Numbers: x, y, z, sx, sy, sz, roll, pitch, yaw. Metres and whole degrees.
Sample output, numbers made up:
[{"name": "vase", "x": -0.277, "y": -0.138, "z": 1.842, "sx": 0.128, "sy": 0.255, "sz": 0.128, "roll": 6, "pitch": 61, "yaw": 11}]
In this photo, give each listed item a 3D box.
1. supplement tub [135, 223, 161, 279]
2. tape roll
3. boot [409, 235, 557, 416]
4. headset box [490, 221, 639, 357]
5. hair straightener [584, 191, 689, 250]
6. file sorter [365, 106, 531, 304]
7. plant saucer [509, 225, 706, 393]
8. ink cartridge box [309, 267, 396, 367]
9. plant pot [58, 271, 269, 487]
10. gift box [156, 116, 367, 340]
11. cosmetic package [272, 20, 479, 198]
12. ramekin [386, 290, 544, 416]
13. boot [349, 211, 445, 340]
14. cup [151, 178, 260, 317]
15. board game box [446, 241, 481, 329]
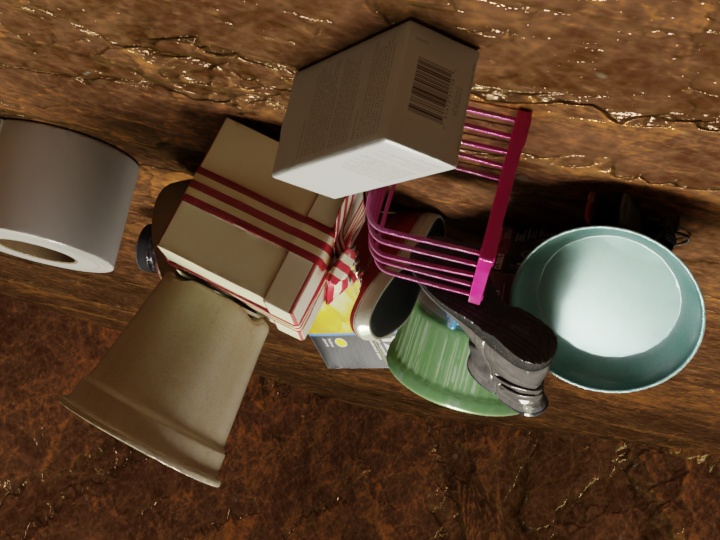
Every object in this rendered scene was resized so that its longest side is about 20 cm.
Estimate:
[{"name": "supplement tub", "x": -0.226, "y": -0.020, "z": 1.776, "sx": 0.199, "sy": 0.108, "sz": 0.107, "roll": 10, "pitch": 168, "yaw": 15}, {"name": "tape roll", "x": -0.394, "y": -0.090, "z": 1.534, "sx": 0.201, "sy": 0.140, "sz": 0.203, "roll": 12, "pitch": 169, "yaw": 2}, {"name": "boot", "x": 0.122, "y": 0.065, "z": 1.283, "sx": 0.200, "sy": 0.070, "sz": 0.132, "roll": 48, "pitch": 159, "yaw": 26}, {"name": "headset box", "x": 0.221, "y": 0.016, "z": 1.364, "sx": 0.199, "sy": 0.078, "sz": 0.149, "roll": 9, "pitch": -155, "yaw": 9}, {"name": "hair straightener", "x": 0.302, "y": -0.037, "z": 1.276, "sx": 0.077, "sy": 0.041, "sz": 0.200, "roll": 6, "pitch": 166, "yaw": 31}, {"name": "file sorter", "x": 0.077, "y": -0.067, "z": 1.145, "sx": 0.125, "sy": 0.140, "sz": 0.200, "roll": 15, "pitch": 169, "yaw": 5}, {"name": "plant saucer", "x": 0.255, "y": 0.035, "z": 1.250, "sx": 0.199, "sy": 0.201, "sz": 0.036, "roll": 10, "pitch": -148, "yaw": 14}, {"name": "ink cartridge box", "x": 0.010, "y": 0.049, "z": 1.593, "sx": 0.199, "sy": 0.047, "sz": 0.198, "roll": -3, "pitch": 131, "yaw": 31}, {"name": "plant pot", "x": -0.199, "y": 0.111, "z": 1.340, "sx": 0.200, "sy": 0.184, "sz": 0.200, "roll": 28, "pitch": 171, "yaw": 5}, {"name": "gift box", "x": -0.085, "y": -0.050, "z": 1.304, "sx": 0.186, "sy": 0.201, "sz": 0.185, "roll": 27, "pitch": 175, "yaw": 7}, {"name": "cosmetic package", "x": 0.008, "y": -0.127, "z": 1.010, "sx": 0.071, "sy": 0.102, "sz": 0.200, "roll": 18, "pitch": 168, "yaw": -28}, {"name": "ramekin", "x": 0.138, "y": 0.084, "z": 1.477, "sx": 0.199, "sy": 0.098, "sz": 0.200, "roll": 11, "pitch": -158, "yaw": -4}, {"name": "boot", "x": 0.000, "y": 0.000, "z": 1.438, "sx": 0.143, "sy": 0.200, "sz": 0.073, "roll": 8, "pitch": 134, "yaw": 26}, {"name": "cup", "x": -0.139, "y": -0.034, "z": 1.477, "sx": 0.142, "sy": 0.202, "sz": 0.200, "roll": -18, "pitch": 156, "yaw": 21}, {"name": "board game box", "x": 0.188, "y": 0.030, "z": 1.459, "sx": 0.199, "sy": 0.026, "sz": 0.200, "roll": 10, "pitch": -155, "yaw": -8}]
